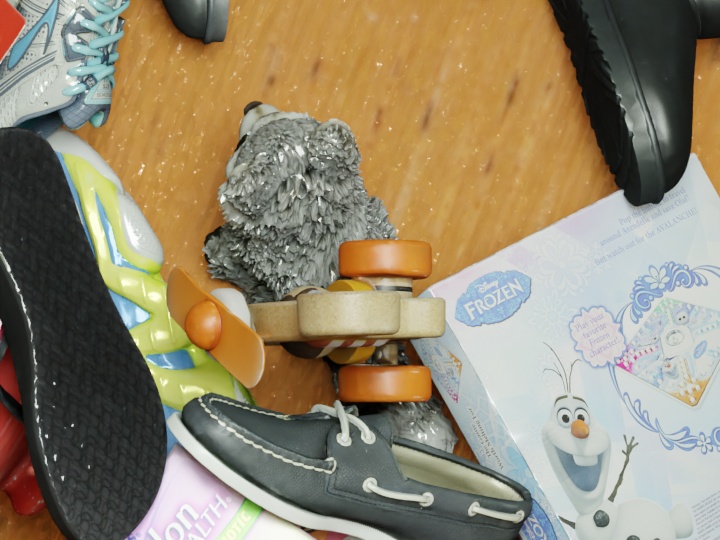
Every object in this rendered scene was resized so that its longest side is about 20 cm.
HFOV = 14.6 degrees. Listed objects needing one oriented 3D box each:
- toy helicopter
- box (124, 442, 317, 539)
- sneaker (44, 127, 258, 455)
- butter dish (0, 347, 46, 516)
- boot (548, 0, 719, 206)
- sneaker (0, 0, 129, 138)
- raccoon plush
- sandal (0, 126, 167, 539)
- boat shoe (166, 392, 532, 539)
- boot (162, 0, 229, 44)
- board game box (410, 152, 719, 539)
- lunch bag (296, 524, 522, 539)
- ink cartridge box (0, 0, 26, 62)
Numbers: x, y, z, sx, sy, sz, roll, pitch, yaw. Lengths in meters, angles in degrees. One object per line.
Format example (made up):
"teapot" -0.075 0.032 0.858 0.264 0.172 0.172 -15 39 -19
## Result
"toy helicopter" -0.023 0.021 1.319 0.131 0.200 0.079 1 87 -6
"box" -0.056 0.216 1.342 0.199 0.097 0.176 34 78 5
"sneaker" -0.139 0.028 1.457 0.105 0.076 0.201 -32 79 -3
"butter dish" -0.207 0.066 1.390 0.148 0.199 0.201 36 76 -11
"boot" 0.191 -0.136 1.499 0.161 0.074 0.199 -11 58 -8
"sneaker" -0.146 -0.118 1.428 0.086 0.078 0.200 45 110 20
"raccoon plush" 0.000 0.000 1.446 0.200 0.134 0.097 44 78 2
"sandal" -0.145 0.033 1.312 0.075 0.045 0.201 -13 82 -44
"boat shoe" -0.003 0.094 1.352 0.199 0.076 0.060 26 105 -37
"boot" -0.175 -0.190 1.494 0.199 0.066 0.166 -6 75 -10
"board game box" 0.146 0.065 1.463 0.199 0.043 0.200 -26 84 -34
"lunch bag" 0.014 0.178 1.444 0.199 0.082 0.177 33 78 1
"ink cartridge box" -0.261 -0.076 1.398 0.047 0.160 0.200 33 96 -33
